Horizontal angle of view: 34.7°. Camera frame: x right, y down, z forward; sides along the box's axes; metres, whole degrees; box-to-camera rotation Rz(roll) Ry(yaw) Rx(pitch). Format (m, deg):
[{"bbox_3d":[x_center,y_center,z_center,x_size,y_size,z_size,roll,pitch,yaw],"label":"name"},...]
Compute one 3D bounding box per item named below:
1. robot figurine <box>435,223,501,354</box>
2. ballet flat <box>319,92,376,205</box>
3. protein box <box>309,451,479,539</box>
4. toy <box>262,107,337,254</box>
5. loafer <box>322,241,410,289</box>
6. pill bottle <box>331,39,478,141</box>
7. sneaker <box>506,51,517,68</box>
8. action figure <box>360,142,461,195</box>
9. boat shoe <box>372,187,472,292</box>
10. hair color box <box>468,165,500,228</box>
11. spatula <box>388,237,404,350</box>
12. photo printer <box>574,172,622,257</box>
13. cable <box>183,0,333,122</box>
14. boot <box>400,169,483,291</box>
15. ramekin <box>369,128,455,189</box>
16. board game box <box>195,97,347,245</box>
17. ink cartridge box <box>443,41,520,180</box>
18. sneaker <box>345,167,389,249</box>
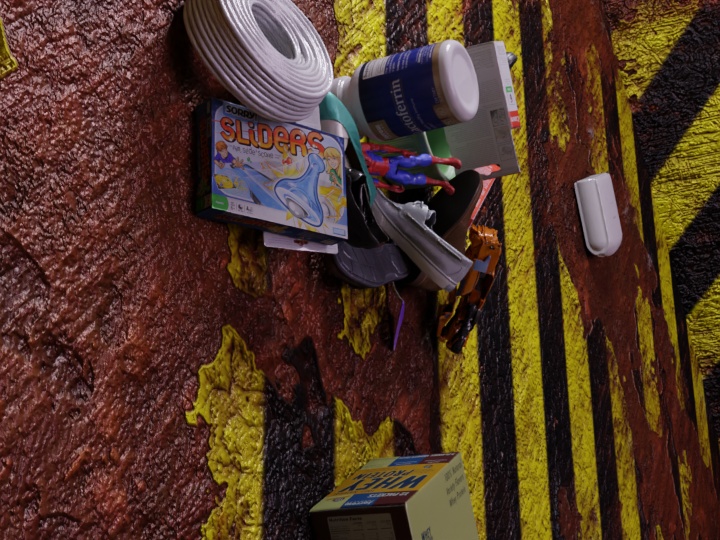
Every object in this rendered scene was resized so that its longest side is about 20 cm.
[{"bbox_3d":[0.168,0.032,1.819,0.145,0.058,0.200,-79,-171,-76],"label":"robot figurine"},{"bbox_3d":[-0.028,-0.154,1.561,0.070,0.067,0.200,-88,157,-54],"label":"ballet flat"},{"bbox_3d":[0.055,0.361,1.472,0.199,0.135,0.200,-23,102,-63],"label":"protein box"},{"bbox_3d":[-0.094,-0.116,1.425,0.115,0.047,0.200,5,73,-41],"label":"toy"},{"bbox_3d":[0.000,0.000,1.583,0.200,0.063,0.072,0,64,-61],"label":"loafer"},{"bbox_3d":[0.056,-0.246,1.623,0.116,0.200,0.116,33,52,-55],"label":"pill bottle"},{"bbox_3d":[0.162,-0.314,1.883,0.089,0.200,0.074,56,34,-3],"label":"sneaker"},{"bbox_3d":[0.051,-0.148,1.661,0.052,0.200,0.065,-127,-132,-55],"label":"action figure"},{"bbox_3d":[0.082,-0.060,1.657,0.201,0.072,0.070,47,7,16],"label":"boat shoe"},{"bbox_3d":[0.158,-0.101,1.877,0.064,0.111,0.200,31,35,3],"label":"hair color box"},{"bbox_3d":[0.053,0.018,1.720,0.057,0.021,0.200,88,-1,-66],"label":"spatula"},{"bbox_3d":[0.590,-0.134,2.840,0.166,0.069,0.200,-20,99,-64],"label":"photo printer"},{"bbox_3d":[-0.117,-0.264,1.352,0.200,0.069,0.200,45,27,-21],"label":"cable"},{"bbox_3d":[0.136,-0.059,1.752,0.075,0.074,0.200,23,101,-38],"label":"boot"},{"bbox_3d":[0.088,-0.221,1.799,0.200,0.098,0.200,34,51,-56],"label":"ramekin"},{"bbox_3d":[-0.102,-0.113,1.359,0.200,0.034,0.135,11,69,-40],"label":"board game box"},{"bbox_3d":[0.181,-0.238,1.754,0.050,0.109,0.200,-24,103,-63],"label":"ink cartridge box"},{"bbox_3d":[-0.037,-0.121,1.494,0.060,0.104,0.200,-26,105,-63],"label":"sneaker"}]
